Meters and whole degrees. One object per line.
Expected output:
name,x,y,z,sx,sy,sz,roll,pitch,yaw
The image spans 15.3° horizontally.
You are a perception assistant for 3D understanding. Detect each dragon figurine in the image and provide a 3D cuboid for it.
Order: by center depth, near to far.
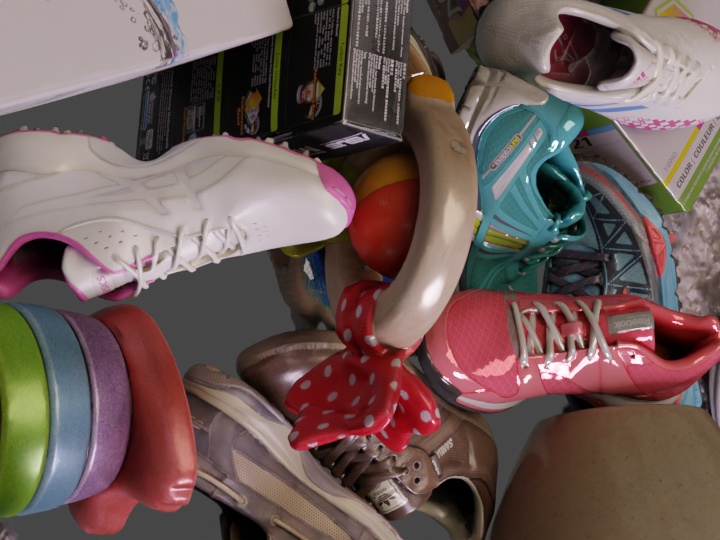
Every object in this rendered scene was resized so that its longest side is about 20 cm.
dragon figurine,0.000,0.000,1.521,0.199,0.059,0.100,12,76,-37

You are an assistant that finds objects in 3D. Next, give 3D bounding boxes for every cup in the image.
cup,0.155,0.155,1.545,0.199,0.200,0.144,6,74,-40

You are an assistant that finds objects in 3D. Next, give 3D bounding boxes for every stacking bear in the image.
stacking bear,-0.198,0.074,1.314,0.199,0.121,0.114,-1,77,-33

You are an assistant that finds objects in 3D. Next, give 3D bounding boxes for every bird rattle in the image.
bird rattle,0.008,-0.010,1.386,0.112,0.163,0.201,17,46,-17

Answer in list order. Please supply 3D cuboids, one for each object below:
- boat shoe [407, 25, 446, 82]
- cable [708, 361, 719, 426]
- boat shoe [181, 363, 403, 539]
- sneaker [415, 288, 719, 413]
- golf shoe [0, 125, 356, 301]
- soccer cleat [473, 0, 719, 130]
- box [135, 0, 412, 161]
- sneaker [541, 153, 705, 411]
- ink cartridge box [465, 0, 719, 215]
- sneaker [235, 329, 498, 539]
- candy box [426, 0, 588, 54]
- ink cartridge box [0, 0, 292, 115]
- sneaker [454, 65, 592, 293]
boat shoe,0.011,-0.104,1.507,0.200,0.073,0.065,70,14,-61
cable,0.316,0.095,1.769,0.199,0.069,0.201,0,83,-40
boat shoe,-0.044,0.136,1.465,0.073,0.074,0.200,-49,115,-13
sneaker,0.123,0.035,1.526,0.199,0.087,0.074,5,67,-34
golf shoe,-0.102,-0.019,1.358,0.075,0.199,0.092,71,25,-53
soccer cleat,0.158,-0.115,1.552,0.199,0.086,0.070,7,100,-33
box,-0.044,-0.153,1.419,0.047,0.193,0.201,14,74,-38
sneaker,0.146,0.030,1.629,0.095,0.079,0.201,-23,98,-38
ink cartridge box,0.150,-0.150,1.661,0.200,0.076,0.148,49,56,-26
sneaker,0.013,0.095,1.491,0.200,0.070,0.076,26,45,-42
candy box,0.120,-0.220,1.610,0.199,0.056,0.117,-24,85,-22
ink cartridge box,-0.166,-0.157,1.346,0.199,0.147,0.146,-19,95,-41
sneaker,0.092,-0.029,1.545,0.201,0.079,0.078,87,25,-49
